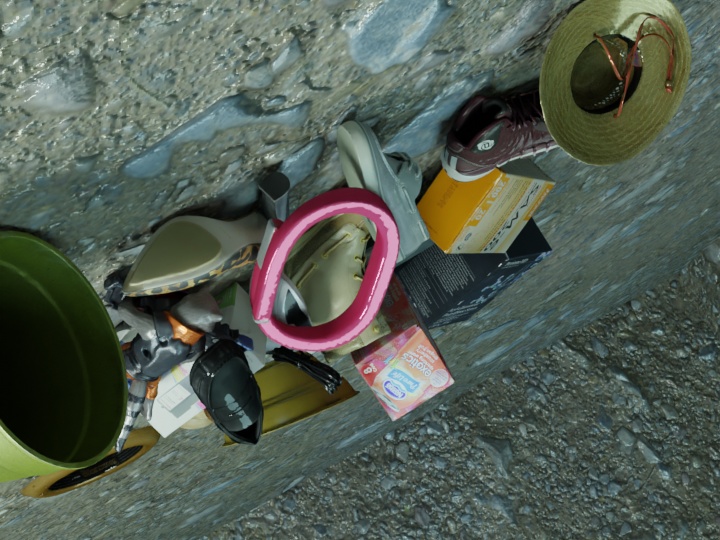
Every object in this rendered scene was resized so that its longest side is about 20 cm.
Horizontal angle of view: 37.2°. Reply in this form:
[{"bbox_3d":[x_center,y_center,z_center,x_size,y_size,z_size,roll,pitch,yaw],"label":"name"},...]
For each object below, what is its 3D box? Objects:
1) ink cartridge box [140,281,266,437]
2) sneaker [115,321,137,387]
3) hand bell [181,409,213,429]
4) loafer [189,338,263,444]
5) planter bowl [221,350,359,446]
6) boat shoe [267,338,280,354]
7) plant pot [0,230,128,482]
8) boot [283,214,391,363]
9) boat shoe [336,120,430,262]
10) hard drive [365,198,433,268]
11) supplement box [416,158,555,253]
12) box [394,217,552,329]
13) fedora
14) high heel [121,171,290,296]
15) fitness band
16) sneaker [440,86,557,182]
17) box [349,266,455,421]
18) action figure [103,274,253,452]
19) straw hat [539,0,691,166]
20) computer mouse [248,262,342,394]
[{"bbox_3d":[-0.207,0.117,1.284,0.199,0.067,0.118,-35,-157,15],"label":"ink cartridge box"},{"bbox_3d":[-0.261,0.110,1.224,0.199,0.078,0.076,-37,152,10],"label":"sneaker"},{"bbox_3d":[-0.190,0.164,1.345,0.103,0.106,0.200,-26,-170,-18],"label":"hand bell"},{"bbox_3d":[-0.135,0.133,1.143,0.068,0.070,0.201,-39,159,-17],"label":"loafer"},{"bbox_3d":[-0.106,0.160,1.432,0.198,0.085,0.200,-22,178,-1],"label":"planter bowl"},{"bbox_3d":[-0.101,0.059,1.390,0.073,0.088,0.202,-3,172,-12],"label":"boat shoe"},{"bbox_3d":[-0.333,0.098,0.896,0.191,0.203,0.200,-23,168,19],"label":"plant pot"},{"bbox_3d":[0.000,0.000,1.237,0.199,0.157,0.073,-34,179,17],"label":"boot"},{"bbox_3d":[0.029,-0.090,1.118,0.071,0.070,0.202,-30,140,-7],"label":"boat shoe"},{"bbox_3d":[0.009,-0.017,1.454,0.198,0.033,0.140,-30,165,-5],"label":"hard drive"},{"bbox_3d":[0.162,-0.092,1.387,0.127,0.073,0.199,-55,157,19],"label":"supplement box"},{"bbox_3d":[0.167,-0.011,1.641,0.200,0.108,0.147,-42,161,33],"label":"box"},{"bbox_3d":[-0.360,0.226,1.402,0.198,0.083,0.201,-25,167,-6],"label":"fedora"},{"bbox_3d":[-0.150,-0.010,1.092,0.199,0.072,0.143,-34,163,-17],"label":"high heel"},{"bbox_3d":[-0.036,0.003,1.089,0.141,0.038,0.202,2,128,-23],"label":"fitness band"},{"bbox_3d":[0.183,-0.176,1.225,0.198,0.076,0.116,-30,162,-4],"label":"sneaker"},{"bbox_3d":[0.035,0.081,1.358,0.094,0.103,0.201,-32,-152,3],"label":"box"},{"bbox_3d":[-0.199,0.096,1.127,0.198,0.105,0.194,21,123,-36],"label":"action figure"},{"bbox_3d":[0.265,-0.221,1.197,0.199,0.203,0.085,-28,-155,-13],"label":"straw hat"},{"bbox_3d":[-0.085,0.065,1.199,0.044,0.109,0.201,-44,142,-18],"label":"computer mouse"}]
